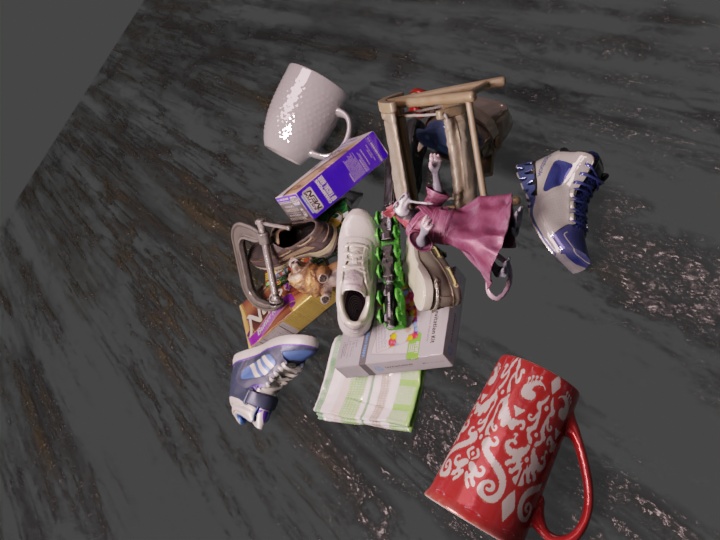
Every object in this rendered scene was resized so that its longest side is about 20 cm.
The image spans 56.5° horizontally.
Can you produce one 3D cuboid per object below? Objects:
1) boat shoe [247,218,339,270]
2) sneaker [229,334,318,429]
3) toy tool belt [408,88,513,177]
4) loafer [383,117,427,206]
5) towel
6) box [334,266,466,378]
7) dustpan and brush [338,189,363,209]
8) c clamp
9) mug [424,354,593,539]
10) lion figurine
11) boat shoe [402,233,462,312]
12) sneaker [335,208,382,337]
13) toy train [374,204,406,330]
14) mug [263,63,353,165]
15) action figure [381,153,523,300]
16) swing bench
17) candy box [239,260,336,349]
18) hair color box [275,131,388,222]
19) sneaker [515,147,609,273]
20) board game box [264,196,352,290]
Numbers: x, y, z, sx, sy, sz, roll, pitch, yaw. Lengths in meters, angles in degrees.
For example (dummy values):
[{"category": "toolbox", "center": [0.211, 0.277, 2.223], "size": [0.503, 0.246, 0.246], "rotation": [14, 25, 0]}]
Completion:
[{"category": "boat shoe", "center": [-0.132, -0.056, 1.212], "size": [0.198, 0.073, 0.075], "rotation": [-16, 54, 30]}, {"category": "sneaker", "center": [-0.152, 0.206, 1.191], "size": [0.199, 0.080, 0.148], "rotation": [-19, 62, 30]}, {"category": "toy tool belt", "center": [0.149, -0.230, 1.124], "size": [0.199, 0.125, 0.124], "rotation": [20, 84, 29]}, {"category": "loafer", "center": [0.075, -0.185, 1.217], "size": [0.070, 0.068, 0.202], "rotation": [-16, 51, 46]}, {"category": "towel", "center": [0.016, 0.175, 1.079], "size": [0.199, 0.031, 0.151], "rotation": [-4, 65, 42]}, {"category": "box", "center": [0.063, 0.084, 1.058], "size": [0.198, 0.041, 0.157], "rotation": [-11, 49, 34]}, {"category": "dustpan and brush", "center": [-0.094, -0.087, 1.317], "size": [0.139, 0.057, 0.201], "rotation": [21, 82, 47]}, {"category": "c clamp", "center": [-0.178, -0.007, 1.203], "size": [0.170, 0.202, 0.027], "rotation": [22, 37, 38]}, {"category": "mug", "center": [0.199, 0.229, 0.832], "size": [0.201, 0.176, 0.133], "rotation": [-62, 6, -12]}, {"category": "lion figurine", "center": [-0.027, -0.001, 1.151], "size": [0.198, 0.073, 0.123], "rotation": [-13, 16, -5]}, {"category": "boat shoe", "center": [0.104, -0.003, 1.019], "size": [0.202, 0.060, 0.073], "rotation": [-101, 15, -60]}, {"category": "sneaker", "center": [0.000, 0.000, 1.036], "size": [0.074, 0.100, 0.203], "rotation": [1, 82, 1]}, {"category": "toy train", "center": [0.049, -0.004, 1.035], "size": [0.041, 0.056, 0.202], "rotation": [-9, 68, 20]}, {"category": "mug", "center": [-0.105, -0.312, 1.419], "size": [0.199, 0.148, 0.177], "rotation": [29, 92, 17]}, {"category": "action figure", "center": [0.127, -0.065, 0.949], "size": [0.198, 0.150, 0.135], "rotation": [14, 57, 25]}, {"category": "swing bench", "center": [0.123, -0.174, 1.029], "size": [0.198, 0.201, 0.130], "rotation": [0, 23, 34]}, {"category": "candy box", "center": [-0.137, 0.058, 1.272], "size": [0.199, 0.056, 0.117], "rotation": [-38, 45, 16]}, {"category": "hair color box", "center": [-0.053, -0.175, 1.255], "size": [0.200, 0.065, 0.109], "rotation": [-44, 19, -20]}, {"category": "sneaker", "center": [0.298, -0.107, 0.947], "size": [0.115, 0.080, 0.201], "rotation": [-32, 46, 28]}, {"category": "board game box", "center": [-0.097, -0.050, 1.249], "size": [0.199, 0.023, 0.106], "rotation": [-28, 46, 21]}]
